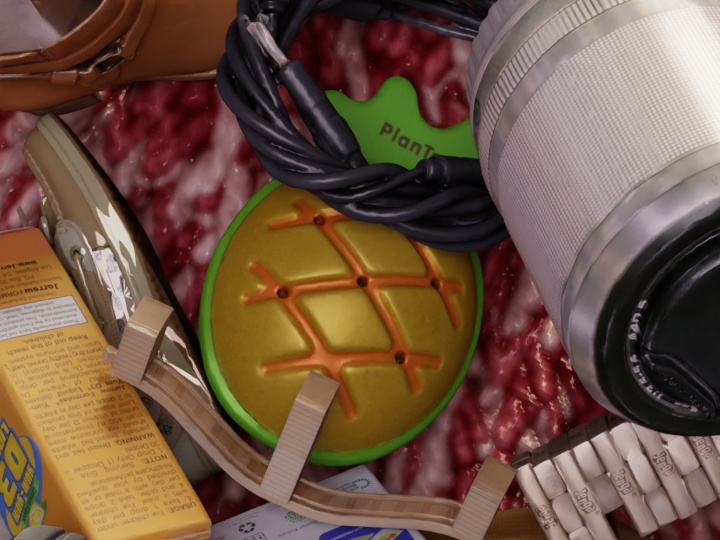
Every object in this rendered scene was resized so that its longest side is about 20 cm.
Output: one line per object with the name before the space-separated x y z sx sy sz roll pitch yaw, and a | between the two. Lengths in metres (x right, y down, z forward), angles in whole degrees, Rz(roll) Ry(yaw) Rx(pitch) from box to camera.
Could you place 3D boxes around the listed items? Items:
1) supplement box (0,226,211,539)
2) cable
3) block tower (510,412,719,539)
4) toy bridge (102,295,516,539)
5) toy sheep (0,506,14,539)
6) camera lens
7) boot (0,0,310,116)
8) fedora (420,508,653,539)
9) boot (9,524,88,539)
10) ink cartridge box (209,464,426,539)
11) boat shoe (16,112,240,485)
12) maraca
supplement box | -0.146 0.074 1.403 0.069 0.067 0.200 -12 52 -33
cable | 0.030 -0.085 1.425 0.199 0.051 0.164 21 49 -19
block tower | 0.171 0.071 1.375 0.199 0.054 0.058 -28 94 5
toy bridge | -0.030 0.079 1.383 0.199 0.027 0.067 25 128 3
toy sheep | -0.174 0.161 1.442 0.138 0.138 0.200 -49 62 2
camera lens | 0.143 -0.039 1.318 0.159 0.160 0.200 -28 44 5
boot | -0.106 -0.132 1.444 0.199 0.155 0.074 -28 81 5
fedora | 0.069 0.195 1.407 0.199 0.201 0.082 -8 120 8
boot | -0.147 0.218 1.360 0.165 0.066 0.200 44 134 -8
ink cartridge box | -0.002 0.165 1.363 0.099 0.200 0.039 -20 119 -13
boat shoe | -0.126 0.017 1.475 0.062 0.073 0.201 -27 82 2
maraca | 0.000 0.000 1.444 0.137 0.107 0.201 28 71 -7
